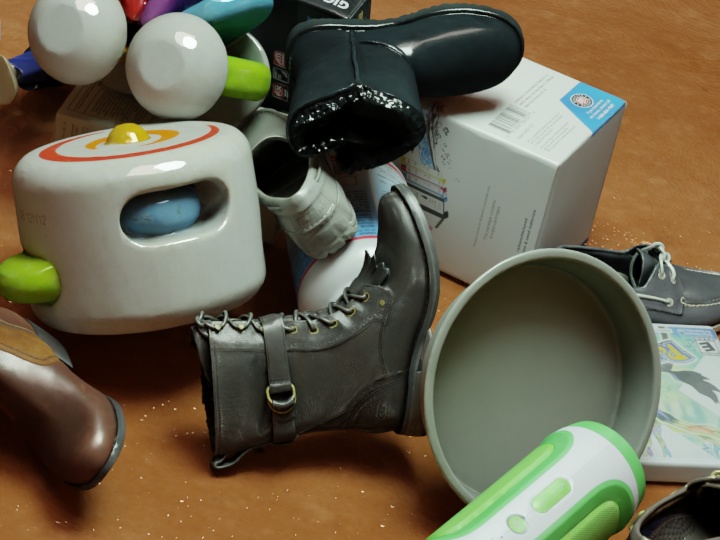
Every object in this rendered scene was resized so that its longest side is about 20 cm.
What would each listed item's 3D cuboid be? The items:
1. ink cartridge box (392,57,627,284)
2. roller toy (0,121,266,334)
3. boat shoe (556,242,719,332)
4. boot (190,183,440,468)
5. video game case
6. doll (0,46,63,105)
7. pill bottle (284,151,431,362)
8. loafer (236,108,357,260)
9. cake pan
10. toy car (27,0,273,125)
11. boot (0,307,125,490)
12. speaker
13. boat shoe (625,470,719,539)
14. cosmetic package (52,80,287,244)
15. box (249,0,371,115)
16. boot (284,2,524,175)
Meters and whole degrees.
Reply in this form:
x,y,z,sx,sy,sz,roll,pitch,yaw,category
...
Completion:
x,y,z,sx,sy,sz,roll,pitch,yaw,category
0.093,-0.094,1.886,0.199,0.145,0.147,26,36,19,ink cartridge box
-0.164,-0.041,1.676,0.181,0.141,0.200,-2,14,19,roller toy
0.237,0.011,1.851,0.198,0.063,0.073,1,32,-22,boat shoe
-0.035,0.039,1.598,0.173,0.202,0.069,-1,3,-12,boot
0.207,0.099,1.749,0.198,0.022,0.183,4,34,-14,video game case
-0.270,-0.178,1.952,0.136,0.049,0.200,-9,8,33,doll
0.000,0.000,1.747,0.108,0.109,0.201,5,34,-12,pill bottle
-0.058,-0.081,1.735,0.070,0.070,0.200,-39,34,0,loafer
0.125,0.083,1.608,0.199,0.202,0.037,-7,9,-27,cake pan
-0.156,-0.204,1.793,0.199,0.151,0.175,20,6,15,toy car
-0.263,0.057,1.519,0.200,0.069,0.189,33,16,-40,boot
0.107,0.182,1.516,0.088,0.089,0.200,32,46,27,speaker
0.252,0.180,1.607,0.199,0.060,0.072,-22,47,-41,boat shoe
-0.150,-0.100,1.879,0.199,0.074,0.104,17,33,6,cosmetic package
-0.091,-0.186,1.910,0.197,0.201,0.050,23,50,15,box
0.038,-0.138,1.729,0.198,0.077,0.169,-2,31,-5,boot
